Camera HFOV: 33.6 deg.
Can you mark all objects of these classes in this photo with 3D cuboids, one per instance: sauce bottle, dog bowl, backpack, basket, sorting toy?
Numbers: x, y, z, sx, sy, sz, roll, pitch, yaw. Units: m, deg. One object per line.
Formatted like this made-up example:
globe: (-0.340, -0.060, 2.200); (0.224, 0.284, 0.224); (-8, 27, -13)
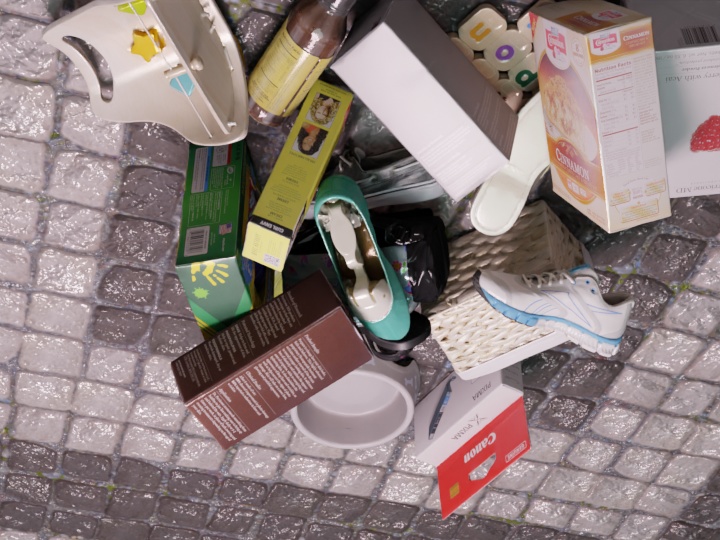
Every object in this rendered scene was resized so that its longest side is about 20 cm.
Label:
sauce bottle: (-0.055, -0.239, 1.250); (0.064, 0.065, 0.200); (24, 130, -23)
dog bowl: (-0.012, 0.176, 1.676); (0.197, 0.059, 0.202); (0, 136, 0)
backpack: (0.000, 0.000, 1.406); (0.197, 0.167, 0.129); (-8, 93, 12)
basket: (0.179, 0.021, 1.471); (0.198, 0.137, 0.124); (-25, 127, 21)
sorting toy: (-0.231, -0.224, 1.246); (0.178, 0.108, 0.201); (-10, 136, 20)

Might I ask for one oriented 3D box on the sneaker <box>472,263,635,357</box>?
sneaker: (0.221, 0.023, 1.351); (0.198, 0.075, 0.087); (19, 112, -17)

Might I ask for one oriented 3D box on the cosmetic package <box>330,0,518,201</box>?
cosmetic package: (0.071, -0.185, 1.243); (0.200, 0.107, 0.090); (44, 123, -14)

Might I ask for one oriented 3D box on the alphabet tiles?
alphabet tiles: (0.171, -0.209, 1.319); (0.199, 0.015, 0.195); (32, 126, -29)

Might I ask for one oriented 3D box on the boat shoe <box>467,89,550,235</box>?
boat shoe: (0.185, -0.135, 1.335); (0.071, 0.060, 0.203); (29, 111, -9)

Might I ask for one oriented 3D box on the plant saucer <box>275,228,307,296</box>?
plant saucer: (-0.043, 0.027, 1.543); (0.197, 0.031, 0.202); (0, 135, 0)

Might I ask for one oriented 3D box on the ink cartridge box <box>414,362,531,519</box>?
ink cartridge box: (0.148, 0.212, 1.630); (0.044, 0.178, 0.200); (24, 130, -23)

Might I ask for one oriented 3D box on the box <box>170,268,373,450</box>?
box: (-0.096, 0.098, 1.304); (0.198, 0.075, 0.101); (-30, 135, 1)

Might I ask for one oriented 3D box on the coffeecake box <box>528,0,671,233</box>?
coffeecake box: (0.241, -0.162, 1.210); (0.072, 0.154, 0.203); (-15, 112, -7)

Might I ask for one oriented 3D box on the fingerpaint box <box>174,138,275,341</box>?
fingerpaint box: (-0.148, -0.024, 1.369); (0.072, 0.202, 0.168); (-8, 135, 6)

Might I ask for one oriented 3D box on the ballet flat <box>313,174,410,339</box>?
ballet flat: (-0.004, -0.003, 1.295); (0.067, 0.070, 0.202); (-17, 106, 18)

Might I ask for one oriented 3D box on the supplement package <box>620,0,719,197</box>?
supplement package: (0.338, -0.189, 1.266); (0.119, 0.121, 0.202); (-5, 136, 4)

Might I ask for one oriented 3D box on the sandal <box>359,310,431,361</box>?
sandal: (0.034, 0.075, 1.447); (0.074, 0.200, 0.049); (-16, 104, -16)

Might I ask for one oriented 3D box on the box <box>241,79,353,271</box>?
box: (-0.066, -0.104, 1.279); (0.050, 0.202, 0.076); (21, 149, 0)

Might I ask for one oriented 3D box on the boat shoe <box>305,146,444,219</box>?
boat shoe: (0.000, -0.111, 1.388); (0.197, 0.072, 0.072); (-11, 116, 6)
